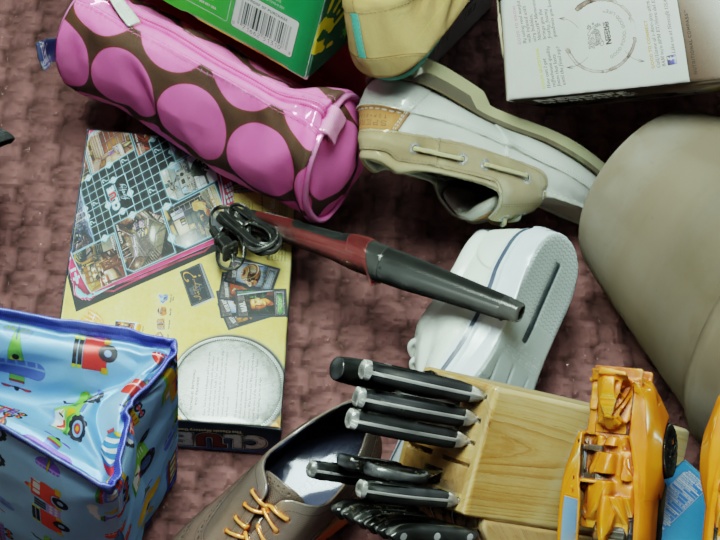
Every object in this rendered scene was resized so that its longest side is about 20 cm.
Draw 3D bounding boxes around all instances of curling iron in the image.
[{"bbox_3d":[0.000,0.000,0.986,0.199,0.026,0.050,17,47,18],"label":"curling iron"}]

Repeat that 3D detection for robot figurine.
[{"bbox_3d":[0.157,0.151,0.867,0.144,0.058,0.201,3,84,24],"label":"robot figurine"}]

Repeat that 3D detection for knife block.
[{"bbox_3d":[0.070,0.082,0.916,0.200,0.176,0.064,-37,28,-25],"label":"knife block"}]

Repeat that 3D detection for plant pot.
[{"bbox_3d":[0.227,-0.003,0.995,0.200,0.200,0.174,-28,48,-22],"label":"plant pot"}]

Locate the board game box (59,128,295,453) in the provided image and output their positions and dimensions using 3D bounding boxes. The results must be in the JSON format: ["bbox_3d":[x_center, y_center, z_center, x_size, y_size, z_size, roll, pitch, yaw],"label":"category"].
[{"bbox_3d":[-0.108,0.009,1.025,0.135,0.035,0.201,5,57,-3],"label":"board game box"}]

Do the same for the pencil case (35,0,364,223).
[{"bbox_3d":[-0.090,-0.109,1.027,0.200,0.094,0.091,28,53,15],"label":"pencil case"}]

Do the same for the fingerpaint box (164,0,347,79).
[{"bbox_3d":[-0.068,-0.225,1.036,0.200,0.074,0.167,31,45,13],"label":"fingerpaint box"}]

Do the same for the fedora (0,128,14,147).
[{"bbox_3d":[-0.276,-0.009,0.971,0.200,0.200,0.092,-24,98,-20],"label":"fedora"}]

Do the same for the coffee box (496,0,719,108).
[{"bbox_3d":[0.192,-0.146,1.013,0.199,0.113,0.080,-4,92,22],"label":"coffee box"}]

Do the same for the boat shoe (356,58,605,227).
[{"bbox_3d":[0.076,-0.061,1.039,0.200,0.075,0.069,24,77,-31],"label":"boat shoe"}]

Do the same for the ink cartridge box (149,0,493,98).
[{"bbox_3d":[-0.033,-0.203,1.142,0.200,0.084,0.176,34,60,15],"label":"ink cartridge box"}]

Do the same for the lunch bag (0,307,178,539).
[{"bbox_3d":[-0.203,0.077,0.901,0.199,0.151,0.094,19,57,6],"label":"lunch bag"}]

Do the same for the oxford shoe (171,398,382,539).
[{"bbox_3d":[-0.063,0.142,0.921,0.071,0.073,0.200,35,60,15],"label":"oxford shoe"}]

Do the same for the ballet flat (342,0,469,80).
[{"bbox_3d":[0.052,-0.192,0.986,0.068,0.063,0.200,6,48,34],"label":"ballet flat"}]

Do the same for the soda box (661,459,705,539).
[{"bbox_3d":[0.220,0.200,0.917,0.064,0.068,0.200,-37,68,-24],"label":"soda box"}]

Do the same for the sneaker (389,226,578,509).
[{"bbox_3d":[0.059,0.063,0.996,0.071,0.073,0.200,6,59,47],"label":"sneaker"}]
